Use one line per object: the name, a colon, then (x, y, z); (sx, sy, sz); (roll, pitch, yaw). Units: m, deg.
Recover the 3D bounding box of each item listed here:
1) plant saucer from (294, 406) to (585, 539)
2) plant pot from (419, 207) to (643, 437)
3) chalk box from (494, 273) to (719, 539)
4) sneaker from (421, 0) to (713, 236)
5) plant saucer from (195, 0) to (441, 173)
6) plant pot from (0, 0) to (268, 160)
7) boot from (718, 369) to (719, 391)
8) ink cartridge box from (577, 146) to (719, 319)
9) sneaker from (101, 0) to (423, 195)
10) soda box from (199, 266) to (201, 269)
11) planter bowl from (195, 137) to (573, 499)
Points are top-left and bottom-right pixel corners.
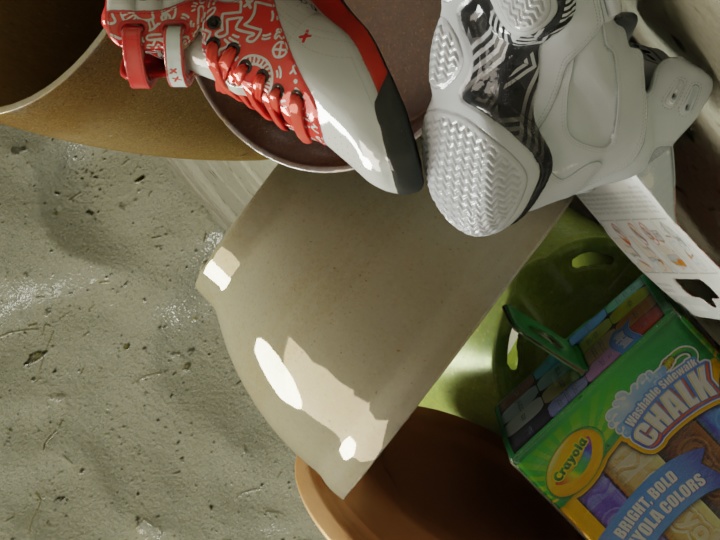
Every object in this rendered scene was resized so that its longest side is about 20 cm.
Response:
plant saucer: (0.060, 0.137, 1.641); (0.200, 0.037, 0.200); (25, -156, -12)
plant pot: (0.083, 0.025, 1.770); (0.184, 0.200, 0.200); (23, 153, 55)
chalk box: (0.158, 0.087, 1.616); (0.200, 0.124, 0.124); (47, -173, -10)
sneaker: (0.096, -0.112, 1.294); (0.075, 0.115, 0.200); (45, 137, 42)
plant saucer: (-0.006, -0.148, 1.437); (0.034, 0.200, 0.200); (-2, -136, -53)
plant pot: (-0.112, -0.138, 1.605); (0.200, 0.186, 0.186); (26, -166, -45)
boot: (0.248, 0.080, 1.407); (0.075, 0.074, 0.200); (33, -174, -23)
ink cartridge box: (0.134, -0.061, 1.471); (0.200, 0.047, 0.160); (47, 174, -6)
sneaker: (-0.053, -0.096, 1.372); (0.067, 0.108, 0.201); (79, 165, -58)
soda box: (-0.003, -0.028, 1.916); (0.068, 0.200, 0.064); (50, 174, 22)
planter bowl: (0.000, 0.000, 1.538); (0.135, 0.200, 0.200); (38, 174, 2)
